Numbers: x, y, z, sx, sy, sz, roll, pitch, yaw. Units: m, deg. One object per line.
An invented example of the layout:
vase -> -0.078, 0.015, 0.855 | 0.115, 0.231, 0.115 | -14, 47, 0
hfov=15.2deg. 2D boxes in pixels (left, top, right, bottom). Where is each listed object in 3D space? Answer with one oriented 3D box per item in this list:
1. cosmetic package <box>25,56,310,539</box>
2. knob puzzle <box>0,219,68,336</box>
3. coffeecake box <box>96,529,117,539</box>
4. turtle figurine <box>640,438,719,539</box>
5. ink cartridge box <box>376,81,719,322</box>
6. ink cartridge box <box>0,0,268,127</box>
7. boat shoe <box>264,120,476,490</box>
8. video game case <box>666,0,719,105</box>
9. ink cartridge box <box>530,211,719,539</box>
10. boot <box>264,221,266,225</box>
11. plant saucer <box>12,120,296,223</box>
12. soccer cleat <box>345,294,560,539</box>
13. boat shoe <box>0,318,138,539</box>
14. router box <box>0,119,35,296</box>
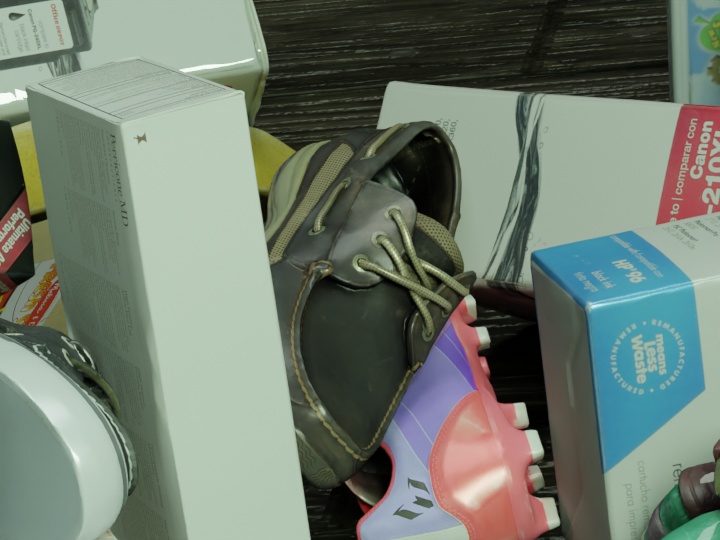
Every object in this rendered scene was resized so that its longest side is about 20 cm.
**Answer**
cosmetic package -> -0.062, 0.033, 0.925 | 0.050, 0.201, 0.082 | -16, 20, -24
knob puzzle -> -0.142, 0.050, 1.039 | 0.219, 0.030, 0.220 | -31, 27, 18
coffeecake box -> -0.139, 0.137, 0.847 | 0.153, 0.074, 0.200 | -13, 19, -18
turtle figurine -> 0.141, 0.089, 0.854 | 0.149, 0.101, 0.200 | 10, 31, 43
ink cartridge box -> 0.117, -0.018, 1.114 | 0.199, 0.085, 0.144 | 8, -6, 41
ink cartridge box -> -0.151, -0.094, 1.224 | 0.199, 0.084, 0.145 | -11, -10, -10
boat shoe -> 0.000, 0.000, 1.015 | 0.073, 0.075, 0.200 | -32, 27, 24
video game case -> 0.238, -0.121, 1.300 | 0.181, 0.201, 0.022 | -7, 45, 2
ink cartridge box -> 0.169, 0.036, 0.960 | 0.199, 0.117, 0.068 | -12, 19, -11
boot -> -0.066, 0.034, 1.145 | 0.155, 0.073, 0.200 | -15, 16, -24
plant saucer -> -0.130, -0.031, 1.216 | 0.199, 0.049, 0.200 | -16, -9, 22
soccer cleat -> 0.020, 0.058, 1.046 | 0.076, 0.067, 0.200 | -14, 21, -5
boat shoe -> -0.117, 0.046, 0.908 | 0.066, 0.070, 0.200 | -18, 12, -30
router box -> -0.234, 0.004, 0.994 | 0.149, 0.062, 0.200 | 0, -19, -39
